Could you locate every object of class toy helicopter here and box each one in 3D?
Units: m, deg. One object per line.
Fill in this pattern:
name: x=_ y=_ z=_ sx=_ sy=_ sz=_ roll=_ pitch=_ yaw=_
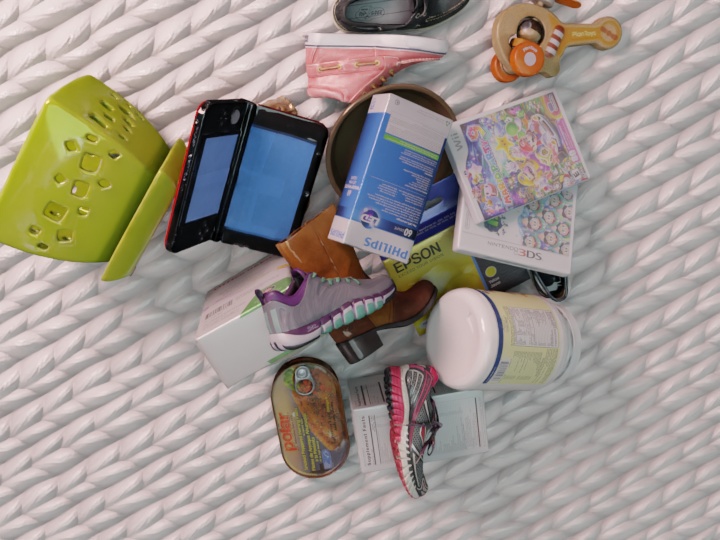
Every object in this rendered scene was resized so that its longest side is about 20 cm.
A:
toy helicopter: x=0.278 y=-0.341 z=1.062 sx=0.198 sy=0.079 sz=0.133 roll=-7 pitch=98 yaw=-15

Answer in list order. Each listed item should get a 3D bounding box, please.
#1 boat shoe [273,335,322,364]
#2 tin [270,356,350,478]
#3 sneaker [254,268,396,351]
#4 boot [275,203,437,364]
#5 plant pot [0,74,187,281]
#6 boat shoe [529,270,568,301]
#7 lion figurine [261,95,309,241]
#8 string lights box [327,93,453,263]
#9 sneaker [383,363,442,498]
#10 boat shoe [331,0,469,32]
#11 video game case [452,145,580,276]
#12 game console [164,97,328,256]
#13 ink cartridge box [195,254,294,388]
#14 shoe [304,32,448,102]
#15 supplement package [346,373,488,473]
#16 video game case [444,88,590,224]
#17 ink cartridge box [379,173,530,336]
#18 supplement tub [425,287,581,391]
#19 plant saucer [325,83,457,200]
boat shoe: x=-0.089 y=0.085 z=1.146 sx=0.199 sy=0.073 sz=0.062 roll=-31 pitch=82 yaw=5
tin: x=-0.080 y=0.233 z=1.196 sx=0.111 sy=0.042 sz=0.202 roll=-10 pitch=107 yaw=-7
sneaker: x=-0.037 y=0.026 z=0.945 sx=0.199 sy=0.074 sz=0.088 roll=-25 pitch=98 yaw=-38
boot: x=0.000 y=0.000 z=1.058 sx=0.188 sy=0.068 sz=0.201 roll=-32 pitch=96 yaw=-23
plant pot: x=-0.340 y=-0.114 z=0.987 sx=0.181 sy=0.199 sz=0.201 roll=30 pitch=107 yaw=-16
boat shoe: x=0.273 y=-0.047 z=1.138 sx=0.074 sy=0.062 sz=0.201 roll=-14 pitch=107 yaw=-1
lion figurine: x=-0.119 y=-0.139 z=1.078 sx=0.122 sy=0.072 sz=0.201 roll=-29 pitch=121 yaw=-11
string lights box: x=0.040 y=-0.121 z=1.000 sx=0.102 sy=0.059 sz=0.201 roll=17 pitch=92 yaw=-26
sneaker: x=0.081 y=0.232 z=1.074 sx=0.074 sy=0.081 sz=0.202 roll=-7 pitch=106 yaw=-6
boat shoe: x=0.060 y=-0.365 z=1.024 sx=0.198 sy=0.066 sz=0.075 roll=-6 pitch=105 yaw=-4
video game case: x=0.228 y=-0.106 z=1.084 sx=0.181 sy=0.024 sz=0.202 roll=12 pitch=76 yaw=-15
game console: x=-0.147 y=-0.110 z=0.983 sx=0.118 sy=0.172 sz=0.201 roll=23 pitch=109 yaw=12
ink cartridge box: x=-0.143 y=0.058 z=1.056 sx=0.145 sy=0.200 sz=0.088 roll=-30 pitch=110 yaw=2
shoe: x=0.021 y=-0.281 z=1.046 sx=0.198 sy=0.072 sz=0.092 roll=1 pitch=108 yaw=-1
supplement package: x=0.086 y=0.224 z=1.172 sx=0.198 sy=0.110 sz=0.115 roll=-8 pitch=106 yaw=-3
video game case: x=0.221 y=-0.165 z=1.069 sx=0.199 sy=0.018 sz=0.144 roll=-22 pitch=90 yaw=-19
ink cartridge box: x=0.133 y=-0.029 z=1.127 sx=0.197 sy=0.047 sz=0.201 roll=-27 pitch=117 yaw=3
supplement tub: x=0.211 y=0.104 z=1.107 sx=0.199 sy=0.145 sz=0.146 roll=6 pitch=107 yaw=-33
plant saucer: x=0.045 y=-0.171 z=1.070 sx=0.198 sy=0.030 sz=0.201 roll=-8 pitch=124 yaw=-11
